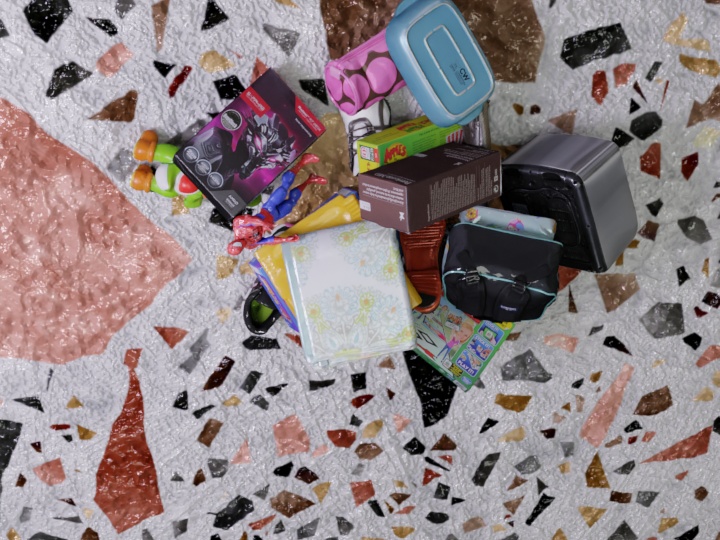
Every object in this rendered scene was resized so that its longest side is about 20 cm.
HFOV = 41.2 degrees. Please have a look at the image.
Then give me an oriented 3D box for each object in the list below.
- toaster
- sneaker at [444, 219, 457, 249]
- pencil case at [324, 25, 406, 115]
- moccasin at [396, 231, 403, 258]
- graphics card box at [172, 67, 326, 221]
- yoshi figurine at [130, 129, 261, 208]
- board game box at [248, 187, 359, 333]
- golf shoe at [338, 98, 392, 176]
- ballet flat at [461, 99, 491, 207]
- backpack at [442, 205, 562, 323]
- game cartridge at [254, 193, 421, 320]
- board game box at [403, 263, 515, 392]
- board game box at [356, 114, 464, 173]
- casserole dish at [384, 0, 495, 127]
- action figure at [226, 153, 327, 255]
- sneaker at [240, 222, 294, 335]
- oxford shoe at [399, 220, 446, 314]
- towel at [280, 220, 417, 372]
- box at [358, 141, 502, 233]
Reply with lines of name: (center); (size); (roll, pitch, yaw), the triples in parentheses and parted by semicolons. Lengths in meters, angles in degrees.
toaster: (0.309, -0.111, 1.475); (0.118, 0.180, 0.201); (-39, 121, -28)
sneaker: (0.121, -0.055, 1.557); (0.200, 0.078, 0.078); (39, 77, -18)
pencil case: (0.041, -0.309, 1.374); (0.199, 0.091, 0.094); (-37, 155, -12)
moccasin: (0.000, 0.000, 1.488); (0.080, 0.068, 0.201); (38, 81, -24)
graphics card box: (-0.160, -0.184, 1.392); (0.200, 0.051, 0.126); (-44, 97, -14)
yoshi figurine: (-0.240, -0.149, 1.454); (0.198, 0.112, 0.113); (15, 74, 0)
board game box: (-0.060, -0.017, 1.513); (0.200, 0.045, 0.135); (-39, 118, -17)
golf shoe: (0.013, -0.196, 1.443); (0.077, 0.095, 0.201); (-14, 119, 27)
ballet flat: (0.178, -0.180, 1.449); (0.046, 0.067, 0.202); (-22, 114, -38)
backpack: (0.209, -0.002, 1.429); (0.174, 0.155, 0.200); (8, 156, 8)
game cartridge: (-0.034, 0.010, 1.420); (0.176, 0.032, 0.201); (-33, 95, 8)
board game box: (0.128, 0.076, 1.510); (0.199, 0.029, 0.135); (38, 73, 2)
board game box: (0.085, -0.170, 1.438); (0.199, 0.047, 0.102); (-26, 121, -36)
casserole dish: (0.119, -0.294, 1.344); (0.121, 0.039, 0.201); (-38, 112, -10)
action figure: (-0.106, -0.083, 1.368); (0.200, 0.099, 0.066); (-46, 134, -27)
sneaker: (-0.138, 0.022, 1.542); (0.073, 0.088, 0.201); (20, 112, -17)
oxford shoe: (0.097, -0.032, 1.480); (0.070, 0.073, 0.202); (2, 80, 10)
towel: (-0.015, 0.035, 1.387); (0.170, 0.048, 0.202); (-12, 95, 3)
box: (0.101, -0.122, 1.367); (0.199, 0.100, 0.076); (-25, 121, -37)
